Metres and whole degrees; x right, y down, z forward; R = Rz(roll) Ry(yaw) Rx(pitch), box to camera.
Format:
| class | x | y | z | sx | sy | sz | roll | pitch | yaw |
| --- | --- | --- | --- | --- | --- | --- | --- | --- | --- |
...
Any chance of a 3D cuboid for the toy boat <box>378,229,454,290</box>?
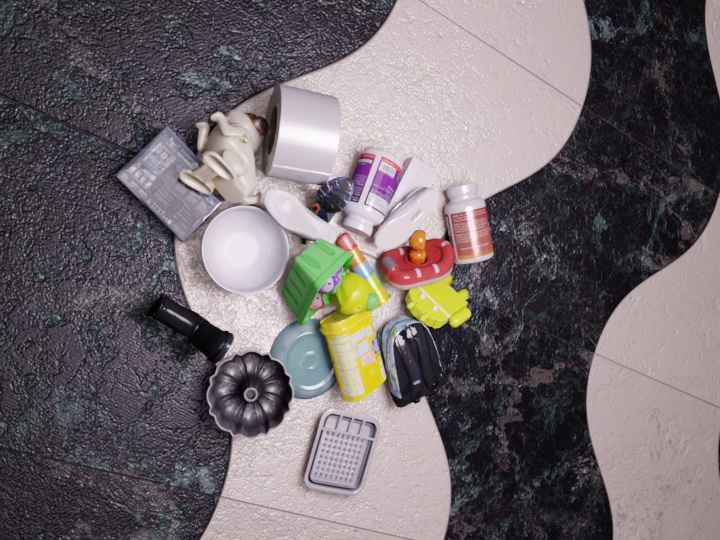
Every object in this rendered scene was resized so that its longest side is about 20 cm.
| class | x | y | z | sx | sy | sz | roll | pitch | yaw |
| --- | --- | --- | --- | --- | --- | --- | --- | --- | --- |
| toy boat | 0.147 | -0.043 | 1.367 | 0.196 | 0.131 | 0.133 | -13 | 129 | -21 |

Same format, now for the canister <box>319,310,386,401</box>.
| class | x | y | z | sx | sy | sz | roll | pitch | yaw |
| --- | --- | --- | --- | --- | --- | --- | --- | --- | --- |
| canister | -0.014 | 0.200 | 1.335 | 0.148 | 0.085 | 0.204 | -27 | 106 | -50 |

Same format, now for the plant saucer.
| class | x | y | z | sx | sy | sz | roll | pitch | yaw |
| --- | --- | --- | --- | --- | --- | --- | --- | --- | --- |
| plant saucer | -0.127 | 0.222 | 1.338 | 0.196 | 0.036 | 0.205 | -1 | 93 | -22 |

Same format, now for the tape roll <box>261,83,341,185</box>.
| class | x | y | z | sx | sy | sz | roll | pitch | yaw |
| --- | --- | --- | --- | --- | --- | --- | --- | --- | --- |
| tape roll | -0.137 | -0.304 | 1.221 | 0.136 | 0.202 | 0.208 | 5 | 91 | -21 |

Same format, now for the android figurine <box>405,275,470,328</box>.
| class | x | y | z | sx | sy | sz | roll | pitch | yaw |
| --- | --- | --- | --- | --- | --- | --- | --- | --- | --- |
| android figurine | 0.197 | 0.075 | 1.398 | 0.198 | 0.041 | 0.182 | -23 | 60 | -41 |

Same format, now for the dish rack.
| class | x | y | z | sx | sy | sz | roll | pitch | yaw |
| --- | --- | --- | --- | --- | --- | --- | --- | --- | --- |
| dish rack | -0.050 | 0.459 | 1.375 | 0.169 | 0.043 | 0.204 | 18 | 86 | -22 |

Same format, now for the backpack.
| class | x | y | z | sx | sy | sz | roll | pitch | yaw |
| --- | --- | --- | --- | --- | --- | --- | --- | --- | --- |
| backpack | 0.123 | 0.218 | 1.389 | 0.161 | 0.154 | 0.203 | -25 | 122 | -15 |

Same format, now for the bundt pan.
| class | x | y | z | sx | sy | sz | roll | pitch | yaw |
| --- | --- | --- | --- | --- | --- | --- | --- | --- | --- |
| bundt pan | -0.255 | 0.281 | 1.259 | 0.197 | 0.076 | 0.207 | 0 | 92 | -10 |

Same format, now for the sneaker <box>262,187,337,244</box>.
| class | x | y | z | sx | sy | sz | roll | pitch | yaw |
| --- | --- | --- | --- | --- | --- | --- | --- | --- | --- |
| sneaker | -0.159 | -0.120 | 1.260 | 0.199 | 0.118 | 0.075 | 34 | 80 | -29 |

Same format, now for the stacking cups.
| class | x | y | z | sx | sy | sz | roll | pitch | yaw |
| --- | --- | --- | --- | --- | --- | --- | --- | --- | --- |
| stacking cups | 0.000 | 0.000 | 1.369 | 0.060 | 0.060 | 0.202 | -37 | 101 | -15 |

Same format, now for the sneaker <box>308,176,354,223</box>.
| class | x | y | z | sx | sy | sz | roll | pitch | yaw |
| --- | --- | --- | --- | --- | --- | --- | --- | --- | --- |
| sneaker | -0.064 | -0.175 | 1.267 | 0.075 | 0.199 | 0.079 | 43 | 63 | -9 |

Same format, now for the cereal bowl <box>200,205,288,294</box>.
| class | x | y | z | sx | sy | sz | roll | pitch | yaw |
| --- | --- | --- | --- | --- | --- | --- | --- | --- | --- |
| cereal bowl | -0.269 | -0.047 | 1.245 | 0.196 | 0.083 | 0.205 | -1 | 92 | -21 |

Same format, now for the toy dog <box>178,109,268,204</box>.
| class | x | y | z | sx | sy | sz | roll | pitch | yaw |
| --- | --- | --- | --- | --- | --- | --- | --- | --- | --- |
| toy dog | -0.271 | -0.265 | 1.181 | 0.192 | 0.139 | 0.203 | 30 | 56 | -28 |

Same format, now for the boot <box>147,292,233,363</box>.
| class | x | y | z | sx | sy | sz | roll | pitch | yaw |
| --- | --- | --- | --- | --- | --- | --- | --- | --- | --- |
| boot | -0.368 | 0.118 | 1.159 | 0.162 | 0.197 | 0.074 | 40 | 76 | -24 |

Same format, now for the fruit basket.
| class | x | y | z | sx | sy | sz | roll | pitch | yaw |
| --- | --- | --- | --- | --- | --- | --- | --- | --- | --- |
| fruit basket | -0.063 | 0.050 | 1.249 | 0.155 | 0.214 | 0.218 | -44 | 107 | -35 |

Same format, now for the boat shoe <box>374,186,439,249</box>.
| class | x | y | z | sx | sy | sz | roll | pitch | yaw |
| --- | --- | --- | --- | --- | --- | --- | --- | --- | --- |
| boat shoe | 0.105 | -0.135 | 1.340 | 0.200 | 0.068 | 0.072 | -48 | 120 | 0 |

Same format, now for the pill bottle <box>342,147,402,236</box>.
| class | x | y | z | sx | sy | sz | roll | pitch | yaw |
| --- | --- | --- | --- | --- | --- | --- | --- | --- | --- |
| pill bottle | 0.023 | -0.192 | 1.336 | 0.111 | 0.112 | 0.204 | 23 | 85 | -20 |

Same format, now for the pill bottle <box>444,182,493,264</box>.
| class | x | y | z | sx | sy | sz | roll | pitch | yaw |
| --- | --- | --- | --- | --- | --- | --- | --- | --- | --- |
| pill bottle | 0.286 | -0.127 | 1.440 | 0.110 | 0.112 | 0.204 | -14 | 98 | -20 |

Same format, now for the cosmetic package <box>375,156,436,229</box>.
| class | x | y | z | sx | sy | sz | roll | pitch | yaw |
| --- | --- | --- | --- | --- | --- | --- | --- | --- | --- |
| cosmetic package | 0.116 | -0.186 | 1.404 | 0.082 | 0.051 | 0.203 | 30 | 82 | -17 |

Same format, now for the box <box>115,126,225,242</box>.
| class | x | y | z | sx | sy | sz | roll | pitch | yaw |
| --- | --- | --- | --- | --- | --- | --- | --- | --- | --- |
| box | -0.412 | -0.189 | 1.199 | 0.200 | 0.051 | 0.158 | 46 | 77 | -16 |
